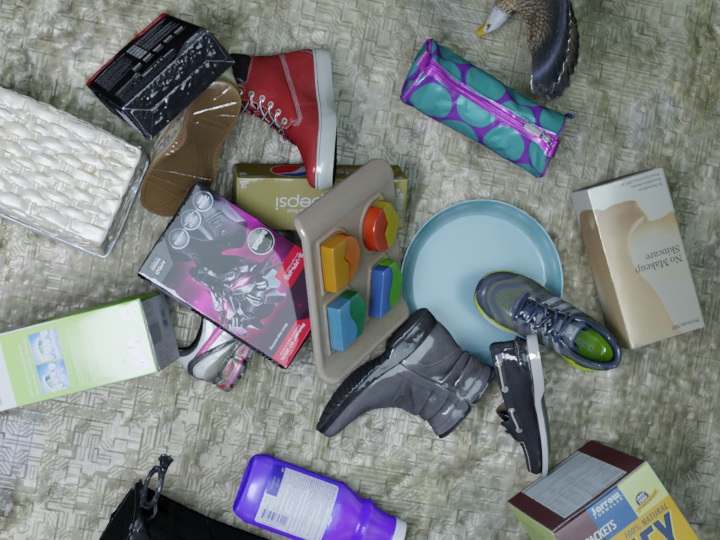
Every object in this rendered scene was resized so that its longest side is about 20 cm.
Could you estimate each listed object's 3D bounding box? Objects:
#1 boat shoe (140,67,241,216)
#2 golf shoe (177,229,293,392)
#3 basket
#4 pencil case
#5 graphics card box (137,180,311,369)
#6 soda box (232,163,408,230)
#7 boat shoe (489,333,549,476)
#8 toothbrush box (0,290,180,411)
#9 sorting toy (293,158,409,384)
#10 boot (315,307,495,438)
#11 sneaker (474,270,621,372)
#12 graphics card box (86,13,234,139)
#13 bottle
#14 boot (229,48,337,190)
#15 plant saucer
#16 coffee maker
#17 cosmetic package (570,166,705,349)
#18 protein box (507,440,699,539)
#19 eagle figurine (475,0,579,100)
[{"bbox_3d":[-0.190,-0.146,1.655,0.073,0.063,0.200,23,123,-22],"label":"boat shoe"},{"bbox_3d":[-0.144,0.035,1.682,0.092,0.073,0.201,27,87,-6],"label":"golf shoe"},{"bbox_3d":[-0.349,-0.111,1.624,0.199,0.123,0.136,23,86,-7],"label":"basket"},{"bbox_3d":[0.146,-0.192,1.715,0.199,0.092,0.085,28,87,-7],"label":"pencil case"},{"bbox_3d":[-0.133,0.006,1.622,0.200,0.051,0.126,34,82,-4],"label":"graphics card box"},{"bbox_3d":[-0.048,-0.086,1.691,0.199,0.068,0.064,1,109,-9],"label":"soda box"},{"bbox_3d":[0.189,0.161,1.711,0.060,0.074,0.201,-6,127,6],"label":"boat shoe"},{"bbox_3d":[-0.313,0.088,1.603,0.199,0.146,0.086,-15,92,4],"label":"toothbrush box"},{"bbox_3d":[0.000,0.000,1.611,0.036,0.185,0.201,7,119,32],"label":"sorting toy"},{"bbox_3d":[0.054,0.154,1.706,0.200,0.070,0.132,-44,101,9],"label":"boot"},{"bbox_3d":[0.226,0.059,1.706,0.199,0.081,0.074,26,87,-11],"label":"sneaker"},{"bbox_3d":[-0.223,-0.217,1.598,0.125,0.200,0.051,-43,114,-7],"label":"graphics card box"},{"bbox_3d":[-0.045,0.282,1.702,0.199,0.065,0.084,21,84,-8],"label":"bottle"},{"bbox_3d":[-0.099,-0.170,1.655,0.144,0.073,0.201,-3,52,-7],"label":"boot"},{"bbox_3d":[0.144,0.015,1.749,0.199,0.027,0.201,0,91,-9],"label":"plant saucer"},{"bbox_3d":[-0.181,0.329,1.622,0.199,0.192,0.135,25,45,-19],"label":"coffee maker"},{"bbox_3d":[0.333,-0.014,1.754,0.105,0.071,0.201,-18,93,-9],"label":"cosmetic package"},{"bbox_3d":[0.299,0.324,1.686,0.135,0.200,0.199,-35,95,-7],"label":"protein box"},{"bbox_3d":[0.202,-0.308,1.705,0.152,0.151,0.200,-32,82,-36],"label":"eagle figurine"}]
